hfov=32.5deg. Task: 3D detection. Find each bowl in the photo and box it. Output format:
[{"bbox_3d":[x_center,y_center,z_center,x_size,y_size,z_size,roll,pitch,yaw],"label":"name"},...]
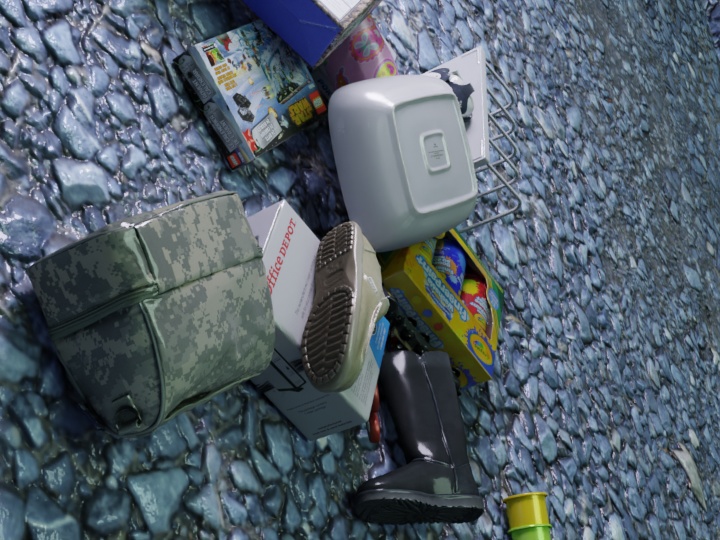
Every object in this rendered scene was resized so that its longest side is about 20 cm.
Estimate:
[{"bbox_3d":[0.061,-0.132,1.442,0.199,0.074,0.202,-17,96,-46],"label":"bowl"}]

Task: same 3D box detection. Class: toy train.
[{"bbox_3d":[0.058,0.089,1.487,0.200,0.046,0.034,49,27,-26],"label":"toy train"}]

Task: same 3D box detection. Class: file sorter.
[{"bbox_3d":[0.140,-0.173,1.700,0.124,0.138,0.202,40,40,-41],"label":"file sorter"}]

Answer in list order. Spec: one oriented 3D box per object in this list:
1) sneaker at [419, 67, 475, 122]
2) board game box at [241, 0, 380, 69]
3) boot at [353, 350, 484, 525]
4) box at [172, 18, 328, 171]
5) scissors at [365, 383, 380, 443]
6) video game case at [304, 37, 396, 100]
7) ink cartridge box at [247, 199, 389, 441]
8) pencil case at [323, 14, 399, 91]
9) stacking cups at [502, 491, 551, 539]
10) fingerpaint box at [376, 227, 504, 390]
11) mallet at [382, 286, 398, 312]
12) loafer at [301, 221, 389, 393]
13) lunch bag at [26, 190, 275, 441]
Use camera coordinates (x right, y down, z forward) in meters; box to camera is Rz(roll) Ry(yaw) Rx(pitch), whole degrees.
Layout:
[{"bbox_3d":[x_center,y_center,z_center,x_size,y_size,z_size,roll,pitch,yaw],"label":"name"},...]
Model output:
[{"bbox_3d":[0.083,-0.203,1.596,0.080,0.128,0.200,61,30,-19],"label":"sneaker"},{"bbox_3d":[-0.038,-0.367,1.439,0.159,0.097,0.200,43,59,-4],"label":"board game box"},{"bbox_3d":[0.049,0.180,1.386,0.163,0.066,0.202,12,53,-33],"label":"boot"},{"bbox_3d":[-0.119,-0.208,1.406,0.138,0.040,0.200,62,31,-8],"label":"box"},{"bbox_3d":[0.001,0.112,1.384,0.201,0.014,0.074,-108,-167,-59],"label":"scissors"},{"bbox_3d":[-0.024,-0.295,1.632,0.183,0.022,0.201,49,35,-28],"label":"video game case"},{"bbox_3d":[-0.066,0.052,1.274,0.200,0.084,0.147,49,36,-27],"label":"ink cartridge box"},{"bbox_3d":[-0.012,-0.280,1.531,0.087,0.087,0.202,-14,78,-59],"label":"pencil case"},{"bbox_3d":[0.225,0.383,1.546,0.060,0.060,0.202,16,59,-53],"label":"stacking cups"},{"bbox_3d":[0.097,0.025,1.562,0.200,0.073,0.168,50,34,-26],"label":"fingerpaint box"},{"bbox_3d":[0.000,0.000,1.368,0.066,0.041,0.200,50,-1,-15],"label":"mallet"},{"bbox_3d":[-0.008,0.040,1.219,0.068,0.075,0.202,37,42,-31],"label":"loafer"},{"bbox_3d":[-0.169,0.040,1.067,0.199,0.138,0.169,-23,89,-59],"label":"lunch bag"}]
